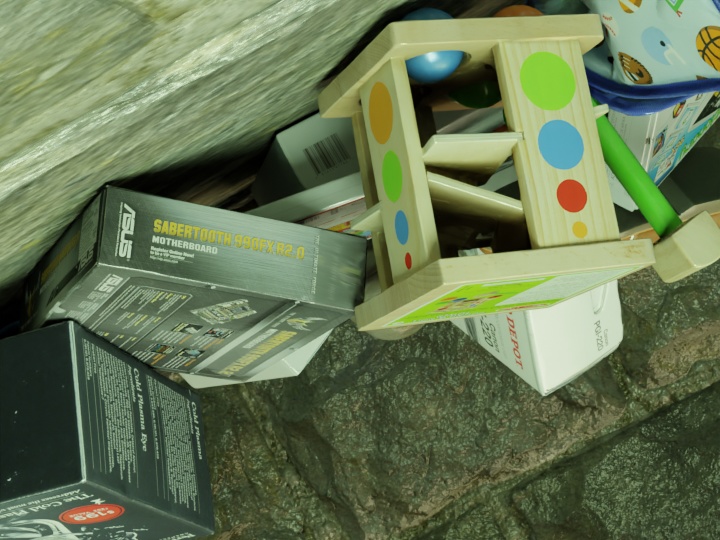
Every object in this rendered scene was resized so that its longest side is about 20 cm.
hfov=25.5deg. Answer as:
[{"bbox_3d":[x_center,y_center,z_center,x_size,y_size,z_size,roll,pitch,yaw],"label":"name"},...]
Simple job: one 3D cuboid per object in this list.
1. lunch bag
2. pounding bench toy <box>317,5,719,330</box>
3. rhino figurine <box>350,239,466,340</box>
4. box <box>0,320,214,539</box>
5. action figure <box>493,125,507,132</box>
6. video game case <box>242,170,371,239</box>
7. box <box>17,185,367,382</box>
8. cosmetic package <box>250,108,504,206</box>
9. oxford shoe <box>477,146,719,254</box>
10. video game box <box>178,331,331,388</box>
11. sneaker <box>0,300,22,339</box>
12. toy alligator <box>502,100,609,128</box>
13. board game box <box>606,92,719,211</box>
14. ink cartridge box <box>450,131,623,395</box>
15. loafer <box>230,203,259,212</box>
[{"bbox_3d":[0.203,-0.169,0.889,0.170,0.124,0.200,-28,-168,-19],"label":"lunch bag"},{"bbox_3d":[0.097,-0.064,0.886,0.200,0.156,0.124,-6,169,-22],"label":"pounding bench toy"},{"bbox_3d":[0.000,0.000,1.218,0.087,0.060,0.200,-33,-151,-19],"label":"rhino figurine"},{"bbox_3d":[-0.222,0.127,1.018,0.200,0.104,0.182,-16,158,15],"label":"box"},{"bbox_3d":[0.156,-0.129,1.347,0.200,0.105,0.193,-24,-176,-43],"label":"action figure"},{"bbox_3d":[-0.010,-0.037,1.040,0.143,0.017,0.200,-20,174,-2],"label":"video game case"},{"bbox_3d":[-0.107,0.014,0.961,0.158,0.048,0.200,10,161,-22],"label":"box"},{"bbox_3d":[0.029,-0.097,1.082,0.200,0.052,0.151,-28,174,-14],"label":"cosmetic package"},{"bbox_3d":[0.167,-0.027,1.075,0.200,0.071,0.071,-8,138,-14],"label":"oxford shoe"},{"bbox_3d":[-0.063,0.018,1.376,0.182,0.047,0.200,-55,-160,-25],"label":"video game box"},{"bbox_3d":[-0.266,0.073,1.125,0.200,0.073,0.112,-37,174,-3],"label":"sneaker"},{"bbox_3d":[0.136,-0.099,1.050,0.054,0.059,0.200,6,-178,25],"label":"toy alligator"},{"bbox_3d":[0.226,-0.145,1.047,0.200,0.035,0.126,-45,153,-32],"label":"board game box"},{"bbox_3d":[0.099,-0.020,1.207,0.085,0.146,0.200,-33,-137,-20],"label":"ink cartridge box"},{"bbox_3d":[-0.074,-0.016,1.187,0.200,0.076,0.067,-36,138,21],"label":"loafer"}]
